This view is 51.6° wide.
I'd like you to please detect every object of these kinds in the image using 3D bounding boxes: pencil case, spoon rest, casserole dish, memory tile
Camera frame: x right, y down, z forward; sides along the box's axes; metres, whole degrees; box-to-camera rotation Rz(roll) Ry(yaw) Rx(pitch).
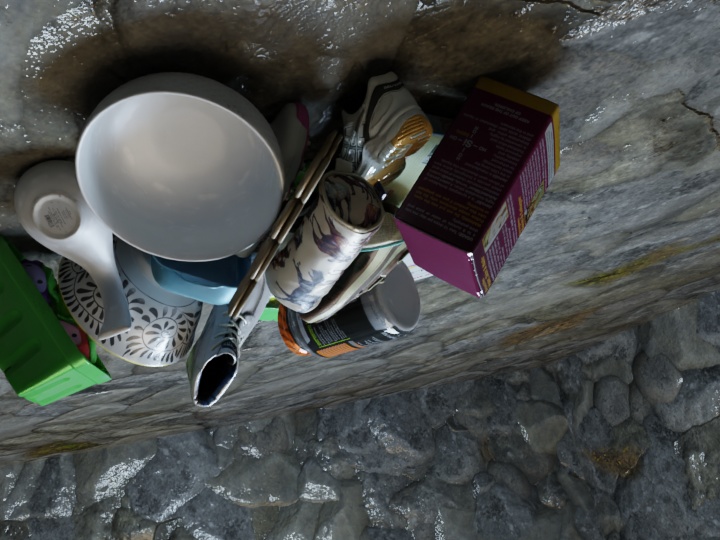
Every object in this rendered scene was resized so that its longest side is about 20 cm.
[{"bbox_3d":[-0.045,-0.030,0.837,0.077,0.090,0.200,15,144,-20],"label":"pencil case"},{"bbox_3d":[-0.308,-0.025,0.825,0.098,0.202,0.061,-17,-159,0],"label":"spoon rest"},{"bbox_3d":[-0.194,-0.018,0.903,0.120,0.201,0.039,18,115,-17],"label":"casserole dish"},{"bbox_3d":[-0.080,-0.052,0.784,0.201,0.017,0.154,-57,-173,23],"label":"memory tile"}]

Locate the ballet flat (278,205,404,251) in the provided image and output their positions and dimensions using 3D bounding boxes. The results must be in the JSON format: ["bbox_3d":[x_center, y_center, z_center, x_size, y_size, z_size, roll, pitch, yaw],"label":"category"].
[{"bbox_3d":[-0.030,-0.053,0.913,0.198,0.063,0.067,-8,-158,32],"label":"ballet flat"}]

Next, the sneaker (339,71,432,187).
[{"bbox_3d":[0.011,-0.146,0.828,0.075,0.088,0.200,-24,172,-30],"label":"sneaker"}]

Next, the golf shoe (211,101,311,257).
[{"bbox_3d":[-0.124,-0.101,0.817,0.091,0.076,0.201,16,122,-28],"label":"golf shoe"}]

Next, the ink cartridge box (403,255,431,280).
[{"bbox_3d":[0.089,-0.051,1.181,0.144,0.084,0.200,-16,162,4],"label":"ink cartridge box"}]

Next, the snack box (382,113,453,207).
[{"bbox_3d":[0.045,-0.116,0.952,0.115,0.037,0.200,1,144,-41],"label":"snack box"}]

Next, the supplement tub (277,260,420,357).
[{"bbox_3d":[-0.021,0.058,1.107,0.198,0.124,0.122,-19,163,32],"label":"supplement tub"}]

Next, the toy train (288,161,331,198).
[{"bbox_3d":[-0.074,-0.113,0.935,0.056,0.042,0.199,-36,155,28],"label":"toy train"}]

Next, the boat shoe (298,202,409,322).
[{"bbox_3d":[0.002,0.004,0.982,0.074,0.075,0.202,25,122,-40],"label":"boat shoe"}]

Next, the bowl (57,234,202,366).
[{"bbox_3d":[-0.268,0.012,0.948,0.094,0.202,0.200,-40,153,24],"label":"bowl"}]

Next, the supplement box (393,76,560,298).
[{"bbox_3d":[0.140,-0.093,0.855,0.102,0.201,0.131,27,166,23],"label":"supplement box"}]

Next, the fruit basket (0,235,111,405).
[{"bbox_3d":[-0.376,0.047,0.961,0.213,0.218,0.156,-12,163,-8],"label":"fruit basket"}]

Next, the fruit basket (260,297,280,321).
[{"bbox_3d":[-0.111,0.000,1.199,0.183,0.094,0.201,5,136,-29],"label":"fruit basket"}]

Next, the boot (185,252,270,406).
[{"bbox_3d":[-0.165,0.081,0.963,0.073,0.096,0.202,21,107,-23],"label":"boot"}]

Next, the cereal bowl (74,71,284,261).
[{"bbox_3d":[-0.171,-0.109,0.735,0.197,0.084,0.202,-1,135,-2],"label":"cereal bowl"}]

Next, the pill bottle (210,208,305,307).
[{"bbox_3d":[-0.122,-0.023,1.042,0.197,0.115,0.114,-16,163,-3],"label":"pill bottle"}]
